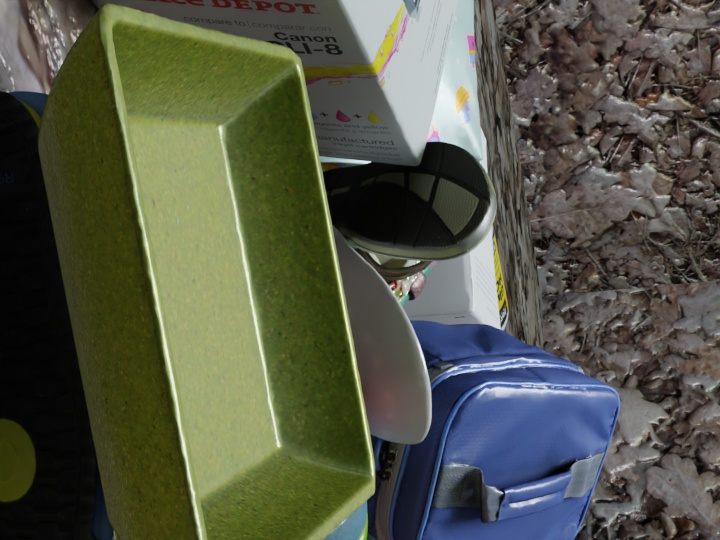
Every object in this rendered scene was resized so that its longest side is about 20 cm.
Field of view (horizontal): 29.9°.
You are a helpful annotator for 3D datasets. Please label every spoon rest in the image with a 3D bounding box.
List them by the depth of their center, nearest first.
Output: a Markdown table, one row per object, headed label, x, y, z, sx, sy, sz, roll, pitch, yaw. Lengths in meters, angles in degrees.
| label | x | y | z | sx | sy | sz | roll | pitch | yaw |
| --- | --- | --- | --- | --- | --- | --- | --- | --- | --- |
| spoon rest | -0.017 | 0.016 | 0.734 | 0.200 | 0.060 | 0.100 | 43 | -33 | 41 |

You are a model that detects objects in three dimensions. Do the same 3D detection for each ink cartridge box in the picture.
| label | x | y | z | sx | sy | sz | roll | pitch | yaw |
| --- | --- | --- | --- | --- | --- | --- | --- | --- | --- |
| ink cartridge box | -0.039 | -0.166 | 0.716 | 0.200 | 0.145 | 0.145 | 56 | 44 | -65 |

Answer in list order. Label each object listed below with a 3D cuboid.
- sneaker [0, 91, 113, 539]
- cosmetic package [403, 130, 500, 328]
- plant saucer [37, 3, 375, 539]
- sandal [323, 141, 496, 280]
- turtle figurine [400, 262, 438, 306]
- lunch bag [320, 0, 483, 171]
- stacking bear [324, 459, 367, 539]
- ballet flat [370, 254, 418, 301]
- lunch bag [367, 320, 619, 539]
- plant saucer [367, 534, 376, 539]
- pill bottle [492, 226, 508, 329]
| label | x | y | z | sx | sy | sz | roll | pitch | yaw |
| --- | --- | --- | --- | --- | --- | --- | --- | --- | --- |
| sneaker | -0.111 | 0.032 | 0.510 | 0.078 | 0.066 | 0.201 | 9 | 74 | -67 |
| cosmetic package | 0.051 | -0.041 | 1.215 | 0.199 | 0.122 | 0.201 | 39 | 45 | -74 |
| plant saucer | -0.057 | 0.012 | 0.514 | 0.200 | 0.048 | 0.201 | -16 | 96 | -74 |
| sandal | 0.017 | -0.028 | 0.806 | 0.057 | 0.201 | 0.080 | 46 | 68 | -23 |
| turtle figurine | 0.005 | 0.041 | 1.012 | 0.150 | 0.100 | 0.201 | 47 | 54 | -43 |
| lunch bag | -0.018 | -0.141 | 0.918 | 0.199 | 0.122 | 0.171 | 0 | 85 | -43 |
| stacking bear | -0.049 | 0.152 | 0.699 | 0.114 | 0.121 | 0.201 | -66 | 158 | -54 |
| ballet flat | 0.000 | 0.000 | 0.909 | 0.076 | 0.064 | 0.200 | 51 | 44 | -4 |
| lunch bag | 0.069 | 0.114 | 0.872 | 0.200 | 0.132 | 0.136 | 2 | 105 | -46 |
| plant saucer | 0.028 | 0.141 | 0.960 | 0.200 | 0.027 | 0.201 | -21 | 121 | -38 |
| pill bottle | 0.098 | 0.020 | 1.442 | 0.200 | 0.112 | 0.113 | 72 | 17 | -45 |
